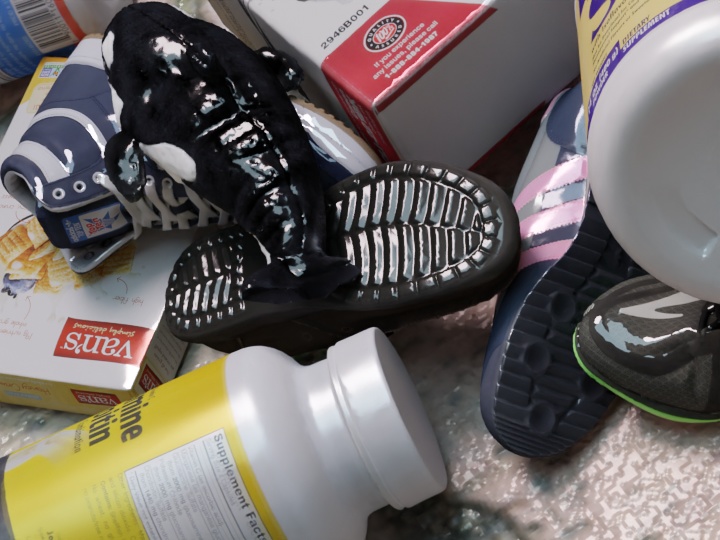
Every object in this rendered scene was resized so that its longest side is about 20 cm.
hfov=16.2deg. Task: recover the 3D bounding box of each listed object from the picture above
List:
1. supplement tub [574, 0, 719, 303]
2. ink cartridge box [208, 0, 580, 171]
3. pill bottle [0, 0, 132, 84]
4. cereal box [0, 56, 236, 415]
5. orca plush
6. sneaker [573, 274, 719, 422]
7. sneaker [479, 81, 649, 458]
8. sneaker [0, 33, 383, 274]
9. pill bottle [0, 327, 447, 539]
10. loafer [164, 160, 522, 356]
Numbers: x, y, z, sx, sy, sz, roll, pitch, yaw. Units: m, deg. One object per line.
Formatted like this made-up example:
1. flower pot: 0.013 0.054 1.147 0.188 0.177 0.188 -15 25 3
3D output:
1. supplement tub: 0.166 -0.094 1.084 0.145 0.146 0.200 -18 32 13
2. ink cartridge box: 0.018 -0.149 1.269 0.144 0.084 0.200 -42 47 -7
3. pill bottle: -0.239 -0.152 1.429 0.199 0.112 0.113 -16 50 15
4. cereal box: -0.139 -0.020 1.327 0.143 0.040 0.200 5 58 26
5. orca plush: -0.075 -0.069 1.181 0.105 0.071 0.200 -19 52 2
6. sneaker: 0.186 0.026 1.096 0.199 0.084 0.077 5 64 27
7. sneaker: 0.095 -0.002 1.195 0.082 0.070 0.200 -13 50 59
8. sneaker: -0.087 -0.041 1.253 0.200 0.070 0.109 21 62 28
9. pill bottle: -0.067 0.102 1.153 0.200 0.112 0.112 -24 49 8
10. loafer: 0.000 0.000 1.206 0.200 0.071 0.073 -10 63 36
